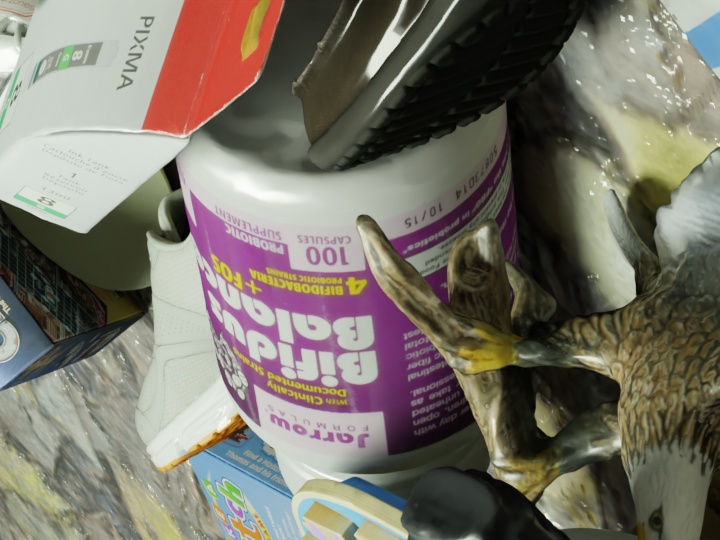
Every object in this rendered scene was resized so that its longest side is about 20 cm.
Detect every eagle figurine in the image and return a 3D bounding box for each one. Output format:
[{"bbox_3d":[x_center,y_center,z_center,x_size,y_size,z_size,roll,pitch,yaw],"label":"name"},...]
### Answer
[{"bbox_3d":[0.119,0.036,0.885,0.200,0.151,0.152,-6,167,31],"label":"eagle figurine"}]

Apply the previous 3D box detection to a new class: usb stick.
[{"bbox_3d":[0.087,0.126,0.873,0.200,0.033,0.055,45,168,-28],"label":"usb stick"}]

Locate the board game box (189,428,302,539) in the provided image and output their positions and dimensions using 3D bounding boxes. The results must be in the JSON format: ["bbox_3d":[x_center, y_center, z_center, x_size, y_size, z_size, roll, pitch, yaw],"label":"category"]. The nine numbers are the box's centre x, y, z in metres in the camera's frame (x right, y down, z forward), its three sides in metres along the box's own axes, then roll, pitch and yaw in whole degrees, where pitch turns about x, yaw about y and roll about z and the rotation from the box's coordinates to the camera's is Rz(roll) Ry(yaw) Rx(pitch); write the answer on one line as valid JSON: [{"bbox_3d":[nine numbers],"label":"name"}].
[{"bbox_3d":[0.012,0.151,1.316,0.200,0.037,0.152,22,142,48],"label":"board game box"}]

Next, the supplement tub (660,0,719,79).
[{"bbox_3d":[0.082,-0.146,0.647,0.200,0.132,0.132,54,157,-1],"label":"supplement tub"}]

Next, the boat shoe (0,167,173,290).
[{"bbox_3d":[-0.133,-0.074,1.245,0.202,0.074,0.063,56,-158,-36],"label":"boat shoe"}]

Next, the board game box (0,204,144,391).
[{"bbox_3d":[-0.165,-0.017,1.293,0.136,0.035,0.200,52,-173,2],"label":"board game box"}]

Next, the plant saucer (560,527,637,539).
[{"bbox_3d":[0.130,0.145,0.997,0.200,0.050,0.200,39,163,14],"label":"plant saucer"}]

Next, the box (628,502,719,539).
[{"bbox_3d":[0.157,0.181,1.106,0.200,0.021,0.164,50,156,8],"label":"box"}]

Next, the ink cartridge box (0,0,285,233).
[{"bbox_3d":[-0.057,-0.111,0.927,0.050,0.161,0.200,21,162,-13],"label":"ink cartridge box"}]

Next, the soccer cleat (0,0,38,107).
[{"bbox_3d":[-0.116,-0.084,1.124,0.200,0.069,0.085,-9,127,42],"label":"soccer cleat"}]

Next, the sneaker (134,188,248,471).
[{"bbox_3d":[-0.057,0.014,1.223,0.092,0.076,0.200,57,150,8],"label":"sneaker"}]

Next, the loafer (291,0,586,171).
[{"bbox_3d":[0.032,-0.105,0.860,0.071,0.073,0.200,55,138,18],"label":"loafer"}]

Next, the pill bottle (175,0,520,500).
[{"bbox_3d":[0.000,0.000,1.031,0.112,0.112,0.200,37,152,33],"label":"pill bottle"}]

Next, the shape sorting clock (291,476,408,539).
[{"bbox_3d":[0.053,0.141,1.008,0.200,0.039,0.200,39,162,15],"label":"shape sorting clock"}]
